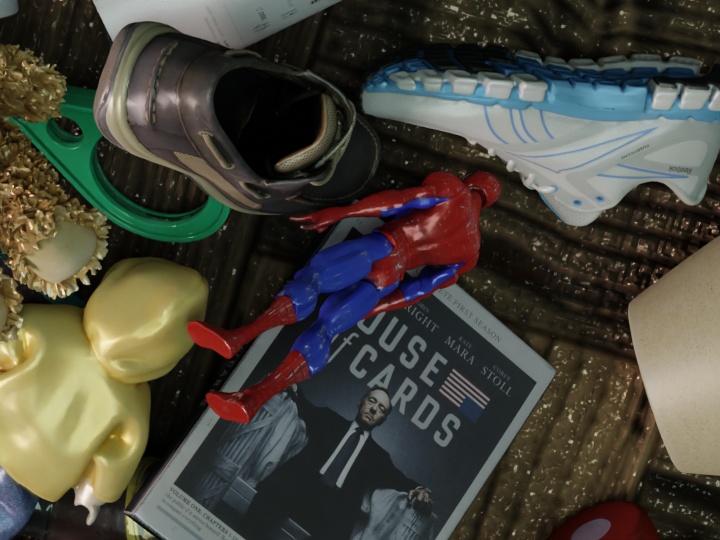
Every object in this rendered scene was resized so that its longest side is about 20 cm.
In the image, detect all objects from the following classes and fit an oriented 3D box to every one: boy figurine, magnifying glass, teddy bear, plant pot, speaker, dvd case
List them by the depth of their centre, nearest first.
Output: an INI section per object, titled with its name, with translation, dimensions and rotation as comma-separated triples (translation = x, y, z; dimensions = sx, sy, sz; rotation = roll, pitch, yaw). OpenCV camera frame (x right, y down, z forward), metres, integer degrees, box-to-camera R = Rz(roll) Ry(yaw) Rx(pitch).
[teddy bear]
translation = -0.202, -0.058, 0.895
dimensions = 0.200, 0.067, 0.145
rotation = 38, 100, 0
[speaker]
translation = -0.035, -0.161, 0.931
dimensions = 0.199, 0.081, 0.082
rotation = -26, 108, 2
[boy figurine]
translation = -0.156, 0.062, 0.940
dimensions = 0.124, 0.064, 0.200
rotation = 43, 96, -12
[magnifying glass]
translation = -0.153, -0.077, 0.962
dimensions = 0.199, 0.022, 0.080
rotation = 27, 135, -8
[plant pot]
translation = 0.245, 0.032, 0.982
dimensions = 0.199, 0.187, 0.188
rotation = -18, 108, 13
[dvd case]
translation = -0.006, 0.087, 0.996
dimensions = 0.150, 0.025, 0.201
rotation = 40, 74, -16

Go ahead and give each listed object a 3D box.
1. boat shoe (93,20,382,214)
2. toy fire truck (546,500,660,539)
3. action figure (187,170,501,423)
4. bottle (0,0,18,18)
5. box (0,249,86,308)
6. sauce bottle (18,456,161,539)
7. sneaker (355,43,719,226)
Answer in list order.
[boat shoe]
translation = -0.042, -0.061, 0.911
dimensions = 0.073, 0.200, 0.075
rotation = 17, 93, 33
[toy fire truck]
translation = 0.120, 0.220, 1.015
dimensions = 0.199, 0.168, 0.113
rotation = -26, 108, 2
[action figure]
translation = 0.000, 0.000, 0.959
dimensions = 0.199, 0.052, 0.066
rotation = -32, 120, -31
[bottle]
translation = -0.197, -0.218, 0.904
dimensions = 0.083, 0.065, 0.201
rotation = -7, 107, -9
[box]
translation = -0.221, 0.000, 0.974
dimensions = 0.082, 0.049, 0.200
rotation = -43, 106, 7
[sauce bottle]
translation = -0.106, 0.132, 1.018
dimensions = 0.198, 0.066, 0.066
rotation = 7, 106, -10
[sneaker]
translation = 0.094, -0.065, 0.981
dimensions = 0.198, 0.075, 0.087
rotation = 5, 112, -7
